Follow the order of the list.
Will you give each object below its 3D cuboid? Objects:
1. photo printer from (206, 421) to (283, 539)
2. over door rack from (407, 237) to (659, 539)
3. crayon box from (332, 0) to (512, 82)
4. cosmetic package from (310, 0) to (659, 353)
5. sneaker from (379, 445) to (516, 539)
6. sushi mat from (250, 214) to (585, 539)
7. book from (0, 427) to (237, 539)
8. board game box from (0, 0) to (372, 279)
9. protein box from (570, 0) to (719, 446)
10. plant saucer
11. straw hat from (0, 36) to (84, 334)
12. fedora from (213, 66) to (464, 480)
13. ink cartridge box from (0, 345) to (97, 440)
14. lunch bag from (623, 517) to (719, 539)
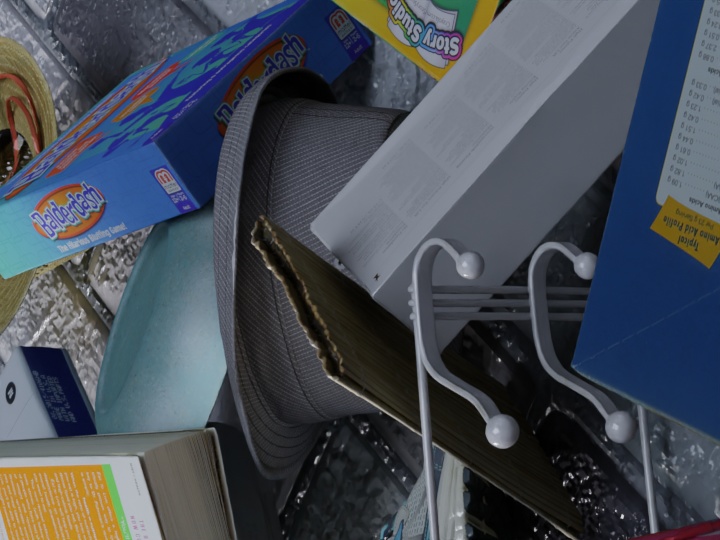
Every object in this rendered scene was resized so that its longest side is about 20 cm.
[{"bbox_3d":[-0.116,0.198,1.263,0.200,0.069,0.167,-37,58,45],"label":"photo printer"},{"bbox_3d":[0.087,0.089,0.939,0.066,0.147,0.201,5,92,49],"label":"over door rack"},{"bbox_3d":[0.037,-0.172,1.102,0.200,0.058,0.119,43,120,46],"label":"crayon box"},{"bbox_3d":[0.072,-0.065,0.974,0.200,0.051,0.083,-48,28,3],"label":"cosmetic package"},{"bbox_3d":[0.020,0.147,1.023,0.086,0.078,0.201,-8,46,17],"label":"sneaker"},{"bbox_3d":[0.029,0.050,0.989,0.012,0.200,0.096,-41,48,12],"label":"sushi mat"},{"bbox_3d":[-0.137,0.151,1.126,0.199,0.048,0.134,-7,98,47],"label":"book"},{"bbox_3d":[-0.106,-0.073,1.215,0.200,0.152,0.045,-18,113,51],"label":"board game box"},{"bbox_3d":[0.205,-0.026,0.804,0.198,0.134,0.201,26,108,50],"label":"protein box"},{"bbox_3d":[-0.100,0.030,1.169,0.201,0.038,0.202,-162,90,-76],"label":"plant saucer"},{"bbox_3d":[-0.206,-0.038,1.392,0.200,0.085,0.202,-9,77,47],"label":"straw hat"},{"bbox_3d":[0.000,0.000,1.087,0.090,0.177,0.201,0,108,20],"label":"fedora"},{"bbox_3d":[-0.186,0.180,1.267,0.201,0.040,0.200,-60,42,30],"label":"ink cartridge box"},{"bbox_3d":[0.135,0.182,0.835,0.082,0.199,0.177,84,173,-78],"label":"lunch bag"}]
